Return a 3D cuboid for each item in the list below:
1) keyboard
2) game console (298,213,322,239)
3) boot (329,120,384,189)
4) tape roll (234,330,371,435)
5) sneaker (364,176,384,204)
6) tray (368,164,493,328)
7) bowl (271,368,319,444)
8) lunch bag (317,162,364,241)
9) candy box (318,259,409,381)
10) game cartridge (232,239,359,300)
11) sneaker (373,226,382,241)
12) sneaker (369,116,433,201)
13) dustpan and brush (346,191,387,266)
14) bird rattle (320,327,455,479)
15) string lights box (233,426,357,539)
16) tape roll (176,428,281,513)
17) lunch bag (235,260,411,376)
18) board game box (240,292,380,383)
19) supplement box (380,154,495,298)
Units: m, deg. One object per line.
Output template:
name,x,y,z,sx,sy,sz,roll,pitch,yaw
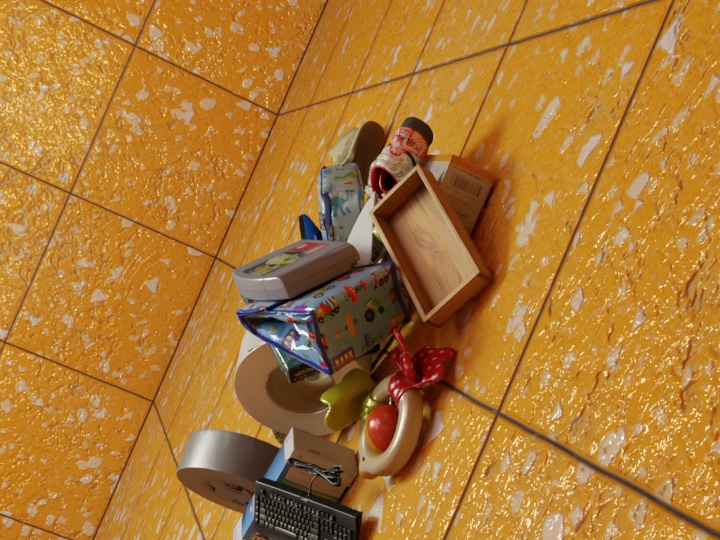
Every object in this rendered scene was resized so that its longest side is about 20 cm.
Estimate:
keyboard,-0.073,0.310,1.500,0.199,0.021,0.128,8,91,44
game console,-0.089,0.026,2.024,0.118,0.171,0.200,-35,27,11
boot,-0.030,-0.200,2.250,0.201,0.072,0.155,-65,15,-3
tape roll,-0.084,0.149,1.658,0.203,0.201,0.071,-55,18,36
sneaker,0.045,-0.136,1.870,0.200,0.087,0.075,-26,44,69
tray,0.089,-0.034,1.467,0.099,0.037,0.201,-44,48,22
bowl,-0.102,0.172,1.829,0.201,0.093,0.203,-12,-90,-86
lunch bag,-0.030,-0.086,1.967,0.200,0.082,0.162,-97,1,-63
candy box,0.005,0.087,1.727,0.201,0.055,0.116,-56,16,32
game cartridge,-0.098,-0.001,1.541,0.133,0.041,0.200,-30,14,-21
sneaker,0.027,-0.007,1.805,0.201,0.075,0.105,-58,-1,30
sneaker,0.060,-0.130,1.677,0.108,0.067,0.202,-53,-19,-22
dustpan and brush,0.000,0.000,1.646,0.200,0.057,0.140,126,156,-44
bird rattle,0.046,0.180,1.443,0.200,0.112,0.164,-31,47,44
string lights box,-0.095,0.331,1.612,0.201,0.102,0.059,-60,18,21
tape roll,-0.179,0.315,1.740,0.200,0.199,0.067,-39,29,60
lunch bag,-0.059,0.050,1.509,0.150,0.095,0.199,-31,25,-33
board game box,-0.074,0.065,1.578,0.200,0.134,0.028,-125,21,-47
supplement box,0.101,-0.057,1.576,0.201,0.073,0.126,-66,14,1
